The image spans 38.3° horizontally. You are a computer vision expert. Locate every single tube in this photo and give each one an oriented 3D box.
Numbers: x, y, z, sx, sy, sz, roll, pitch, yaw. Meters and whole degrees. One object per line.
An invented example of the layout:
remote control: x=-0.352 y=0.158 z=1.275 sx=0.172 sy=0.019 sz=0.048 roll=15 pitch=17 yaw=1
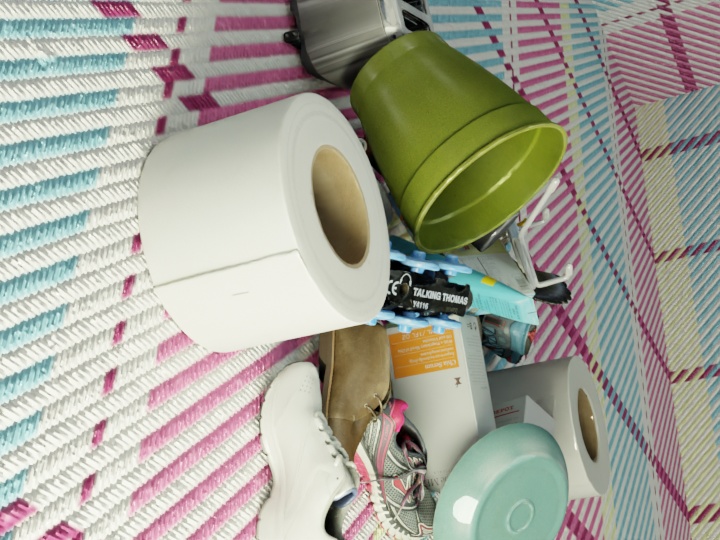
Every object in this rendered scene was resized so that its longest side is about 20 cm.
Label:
tube: x=0.115 y=0.015 z=1.220 sx=0.050 sy=0.200 sz=0.077 roll=-63 pitch=156 yaw=-11

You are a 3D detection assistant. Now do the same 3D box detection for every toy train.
toy train: x=0.028 y=0.015 z=1.064 sx=0.200 sy=0.114 sz=0.087 roll=10 pitch=91 yaw=-46

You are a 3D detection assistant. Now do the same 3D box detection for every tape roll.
tape roll: x=0.266 y=0.234 z=1.506 sx=0.203 sy=0.139 sz=0.203 roll=41 pitch=42 yaw=-53
tape roll: x=-0.077 y=-0.039 z=0.899 sx=0.203 sy=0.139 sz=0.203 roll=45 pitch=38 yaw=-52

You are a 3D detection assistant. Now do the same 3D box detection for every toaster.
toaster: x=0.006 y=-0.288 z=1.230 sx=0.200 sy=0.129 sz=0.114 roll=0 pitch=77 yaw=-66

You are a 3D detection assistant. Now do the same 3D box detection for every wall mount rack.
wall mount rack: x=0.218 y=-0.080 z=1.325 sx=0.200 sy=0.075 sz=0.174 roll=-101 pitch=171 yaw=-46

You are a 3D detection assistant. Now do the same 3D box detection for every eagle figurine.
eagle figurine: x=0.191 y=-0.014 z=1.472 sx=0.200 sy=0.151 sz=0.152 roll=60 pitch=17 yaw=-19

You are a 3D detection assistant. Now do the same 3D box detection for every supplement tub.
supplement tub: x=0.102 y=-0.115 z=1.282 sx=0.200 sy=0.107 sz=0.107 roll=46 pitch=22 yaw=9

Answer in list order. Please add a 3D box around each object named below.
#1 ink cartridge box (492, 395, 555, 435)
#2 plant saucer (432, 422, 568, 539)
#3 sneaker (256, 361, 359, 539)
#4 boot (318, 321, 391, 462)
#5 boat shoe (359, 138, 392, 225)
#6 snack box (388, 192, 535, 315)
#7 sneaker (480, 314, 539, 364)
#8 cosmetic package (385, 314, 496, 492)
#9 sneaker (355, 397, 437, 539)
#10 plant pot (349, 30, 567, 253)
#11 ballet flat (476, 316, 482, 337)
ink cartridge box: x=0.179 y=0.238 z=1.327 sx=0.067 sy=0.116 sz=0.200 roll=41 pitch=43 yaw=-28
plant saucer: x=0.171 y=0.273 z=1.177 sx=0.200 sy=0.036 sz=0.200 roll=-11 pitch=109 yaw=-32
sneaker: x=-0.041 y=0.176 z=0.931 sx=0.075 sy=0.087 sz=0.200 roll=35 pitch=45 yaw=-54
boot: x=-0.006 y=0.137 z=1.026 sx=0.074 sy=0.075 sz=0.200 roll=98 pitch=-7 yaw=-65
boat shoe: x=-0.032 y=-0.118 z=1.143 sx=0.202 sy=0.075 sz=0.086 roll=39 pitch=33 yaw=-45
snack box: x=0.128 y=-0.033 z=1.333 sx=0.116 sy=0.037 sz=0.200 roll=-4 pitch=54 yaw=-41
sneaker: x=0.208 y=0.084 z=1.548 sx=0.200 sy=0.095 sz=0.079 roll=82 pitch=28 yaw=-78
cosmetic package: x=0.098 y=0.159 z=1.236 sx=0.071 sy=0.101 sz=0.200 roll=14 pitch=65 yaw=-64
sneaker: x=0.044 y=0.218 z=1.114 sx=0.200 sy=0.075 sz=0.081 roll=61 pitch=27 yaw=-33
plant pot: x=0.091 y=-0.156 z=1.153 sx=0.193 sy=0.200 sz=0.200 roll=55 pitch=15 yaw=23
ballet flat: x=0.123 y=0.119 z=1.370 sx=0.046 sy=0.067 sz=0.200 roll=24 pitch=59 yaw=-41
